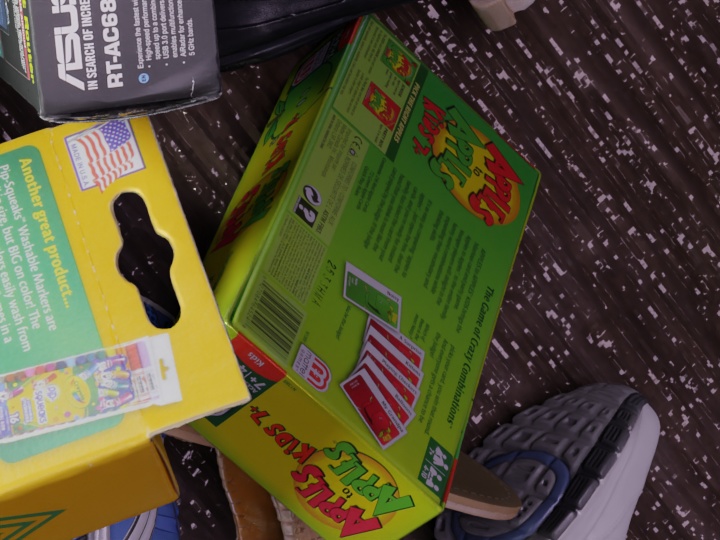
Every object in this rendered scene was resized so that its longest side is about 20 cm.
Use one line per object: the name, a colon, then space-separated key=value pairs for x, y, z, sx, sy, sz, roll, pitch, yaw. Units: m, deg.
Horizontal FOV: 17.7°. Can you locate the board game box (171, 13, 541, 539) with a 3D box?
board game box: x=0.000 y=0.000 z=0.848 sx=0.102 sy=0.048 sz=0.200 roll=42 pitch=37 yaw=-17

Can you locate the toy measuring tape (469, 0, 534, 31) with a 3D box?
toy measuring tape: x=0.091 y=-0.190 z=0.924 sx=0.073 sy=0.074 sz=0.200 roll=40 pitch=84 yaw=-17

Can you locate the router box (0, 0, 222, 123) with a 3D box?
router box: x=-0.098 y=-0.159 z=0.759 sx=0.062 sy=0.150 sz=0.201 roll=-8 pitch=105 yaw=-15

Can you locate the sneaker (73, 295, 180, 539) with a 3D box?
sneaker: x=-0.097 y=0.053 z=0.867 sx=0.077 sy=0.076 sz=0.201 roll=-25 pitch=105 yaw=-18

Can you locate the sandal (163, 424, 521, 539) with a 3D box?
sandal: x=-0.036 y=0.080 z=0.863 sx=0.211 sy=0.078 sz=0.070 roll=23 pitch=102 yaw=-39

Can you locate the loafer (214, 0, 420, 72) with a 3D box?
loafer: x=0.010 y=-0.137 z=0.862 sx=0.199 sy=0.070 sz=0.068 roll=-22 pitch=60 yaw=3

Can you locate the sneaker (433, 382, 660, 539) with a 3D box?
sneaker: x=0.068 y=0.139 z=0.942 sx=0.087 sy=0.074 sz=0.201 roll=33 pitch=85 yaw=-35

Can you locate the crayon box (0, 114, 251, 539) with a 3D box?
crayon box: x=-0.143 y=0.036 z=0.753 sx=0.199 sy=0.052 sz=0.126 roll=-20 pitch=60 yaw=-4
